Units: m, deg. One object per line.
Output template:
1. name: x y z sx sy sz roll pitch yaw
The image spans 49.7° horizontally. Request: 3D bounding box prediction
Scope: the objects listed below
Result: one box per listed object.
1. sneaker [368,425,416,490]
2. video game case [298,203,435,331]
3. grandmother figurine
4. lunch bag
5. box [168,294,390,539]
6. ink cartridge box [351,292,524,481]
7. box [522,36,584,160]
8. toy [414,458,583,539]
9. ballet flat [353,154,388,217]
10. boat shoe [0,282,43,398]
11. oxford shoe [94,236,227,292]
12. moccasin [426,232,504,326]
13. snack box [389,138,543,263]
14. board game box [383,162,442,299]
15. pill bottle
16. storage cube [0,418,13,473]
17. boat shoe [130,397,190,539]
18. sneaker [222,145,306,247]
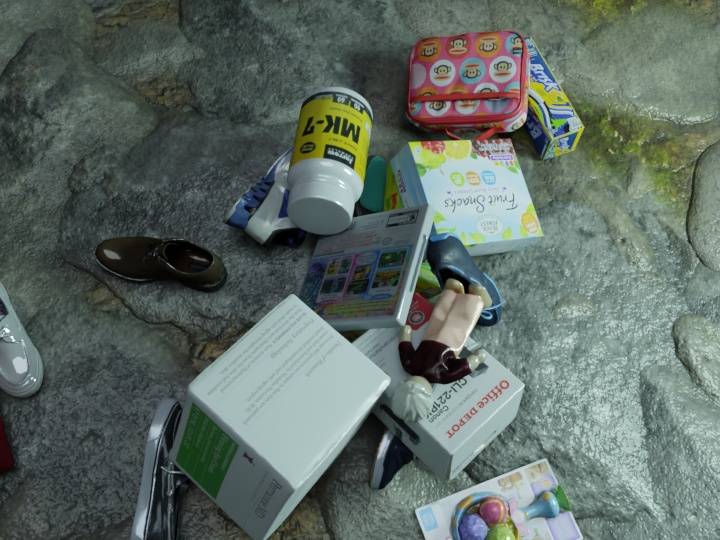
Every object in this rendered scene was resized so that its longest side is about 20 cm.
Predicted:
1. sneaker: 0.092 0.223 1.063 0.108 0.070 0.201 24 63 10
2. video game case: 0.000 0.000 1.083 0.199 0.024 0.183 -7 54 39
3. grandmother figurine: 0.099 0.102 0.970 0.120 0.061 0.201 5 49 40
4. lunch bag: 0.175 -0.292 1.272 0.198 0.082 0.178 1 80 20
5. box: -0.104 0.186 0.968 0.171 0.200 0.200 39 50 9
6. ink cartridge box: 0.092 0.149 1.019 0.144 0.084 0.200 -36 62 -25
7. box: 0.297 -0.290 1.310 0.064 0.070 0.201 -18 67 -9
8. toy: 0.185 0.333 1.028 0.198 0.047 0.116 -17 66 -11
9. ballet flat: 0.001 -0.082 1.202 0.072 0.073 0.202 3 70 -2
10. boat shoe: -0.508 0.084 1.096 0.071 0.069 0.201 -21 68 -12
11. oxford shoe: -0.299 -0.025 1.151 0.198 0.085 0.073 6 66 2
12. moccasin: 0.141 0.031 1.097 0.080 0.200 0.069 -20 45 28
13. snack box: 0.161 -0.108 1.173 0.198 0.068 0.170 -7 73 -30
14. board game box: 0.085 -0.069 1.187 0.101 0.048 0.202 19 62 -25
15. pill bottle: -0.047 -0.162 1.153 0.113 0.115 0.202 7 60 0
16. storage cube: -0.573 0.191 0.970 0.170 0.180 0.201 -26 68 -4
17. boat shoe: -0.248 0.269 1.020 0.067 0.074 0.201 4 65 4
18. sneaker: -0.115 -0.101 1.205 0.115 0.080 0.200 44 53 -9
